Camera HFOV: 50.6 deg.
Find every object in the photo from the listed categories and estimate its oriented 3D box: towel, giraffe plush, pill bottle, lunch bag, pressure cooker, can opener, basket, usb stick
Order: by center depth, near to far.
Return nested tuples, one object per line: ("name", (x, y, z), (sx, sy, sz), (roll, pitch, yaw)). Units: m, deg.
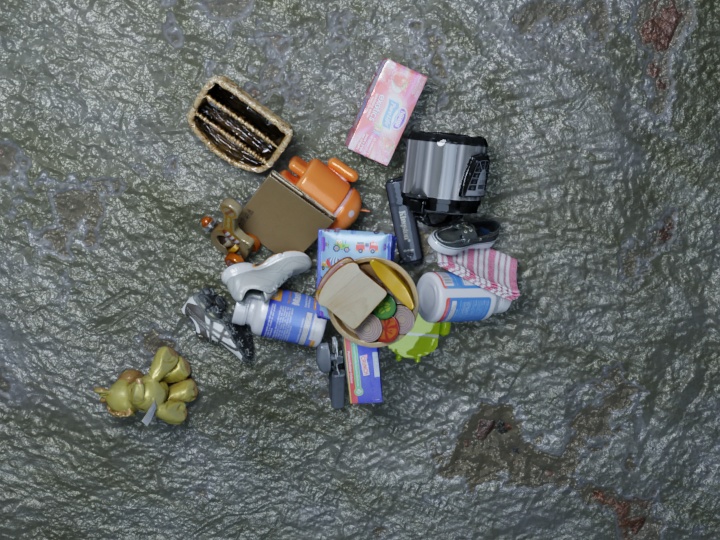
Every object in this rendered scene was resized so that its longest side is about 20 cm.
("lunch bag", (-0.012, 0.021, 1.549), (0.150, 0.094, 0.200), (4, 89, 8))
("basket", (-0.252, -0.289, 1.562), (0.200, 0.149, 0.143), (36, 99, -13))
("pressure cooker", (0.175, -0.191, 1.611), (0.175, 0.179, 0.200), (5, 100, -7))
("towel", (0.261, -0.022, 1.680), (0.200, 0.146, 0.030), (26, 126, -11))
("pill bottle", (-0.178, 0.097, 1.687), (0.200, 0.112, 0.112), (14, 103, -9))
("pill bottle", (0.232, 0.058, 1.694), (0.200, 0.112, 0.112), (0, 106, -27))
("giraffe plush", (-0.487, 0.274, 1.697), (0.162, 0.200, 0.173), (-8, 111, 27))
("usb stick", (0.098, -0.110, 1.699), (0.055, 0.033, 0.200), (-12, 106, -3))
("can opener", (-0.070, 0.234, 1.728), (0.067, 0.053, 0.200), (-7, 128, -11))

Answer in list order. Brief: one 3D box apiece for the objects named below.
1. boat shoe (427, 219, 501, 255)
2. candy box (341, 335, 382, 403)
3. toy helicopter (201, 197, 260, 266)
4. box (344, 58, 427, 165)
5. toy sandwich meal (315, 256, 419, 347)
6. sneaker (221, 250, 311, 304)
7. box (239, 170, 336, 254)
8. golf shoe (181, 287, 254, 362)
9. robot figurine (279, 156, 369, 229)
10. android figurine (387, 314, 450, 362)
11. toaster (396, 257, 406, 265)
("boat shoe", (0.228, -0.081, 1.659), (0.200, 0.069, 0.057), (-9, 140, -41))
("candy box", (0.000, 0.176, 1.678), (0.077, 0.200, 0.169), (-5, 105, -4))
("toy helicopter", (-0.282, -0.093, 1.608), (0.132, 0.200, 0.079), (30, 59, 6))
("box", (0.051, -0.333, 1.601), (0.095, 0.103, 0.200), (23, 101, -10))
("toy sandwich meal", (0.016, 0.062, 1.484), (0.205, 0.070, 0.206), (2, 102, 8))
("sneaker", (-0.191, 0.023, 1.635), (0.200, 0.076, 0.092), (-16, 63, -21))
("box", (-0.165, -0.107, 1.620), (0.163, 0.021, 0.200), (35, 139, -13))
("golf shoe", (-0.318, 0.133, 1.714), (0.094, 0.078, 0.200), (-29, 104, 21))
("robot figurine", (-0.080, -0.160, 1.627), (0.200, 0.117, 0.144), (38, 67, -13))
("android figurine", (0.121, 0.117, 1.755), (0.182, 0.041, 0.200), (3, 102, -7))
("toaster", (0.000, 0.000, 1.669), (0.200, 0.129, 0.114), (-31, 106, 3))
